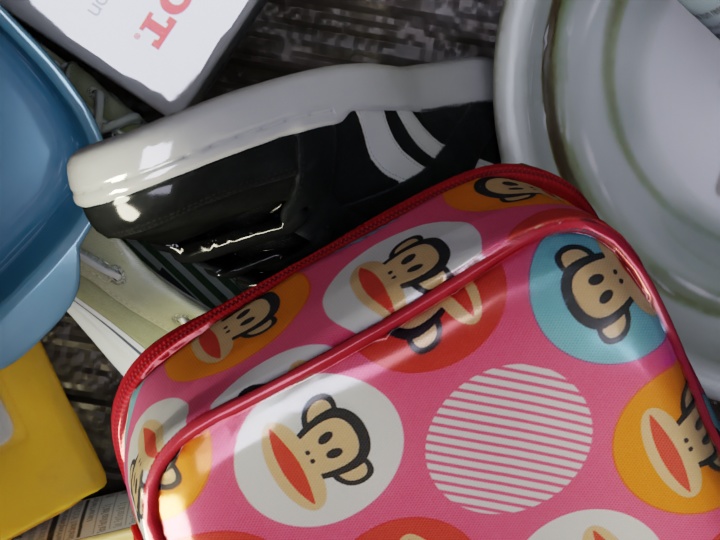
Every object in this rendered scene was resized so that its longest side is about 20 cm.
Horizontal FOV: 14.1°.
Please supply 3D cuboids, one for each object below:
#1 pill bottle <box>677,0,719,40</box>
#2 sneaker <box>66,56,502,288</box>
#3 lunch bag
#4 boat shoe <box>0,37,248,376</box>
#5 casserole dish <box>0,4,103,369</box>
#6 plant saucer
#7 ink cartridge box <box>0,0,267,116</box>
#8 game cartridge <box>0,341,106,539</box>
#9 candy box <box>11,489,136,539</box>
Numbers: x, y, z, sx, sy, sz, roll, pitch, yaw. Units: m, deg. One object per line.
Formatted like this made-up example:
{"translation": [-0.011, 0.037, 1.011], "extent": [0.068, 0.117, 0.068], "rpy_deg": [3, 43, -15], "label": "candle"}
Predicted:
{"translation": [0.088, -0.149, 0.806], "extent": [0.200, 0.109, 0.109], "rpy_deg": [42, 96, -10], "label": "pill bottle"}
{"translation": [0.000, 0.000, 0.838], "extent": [0.073, 0.200, 0.112], "rpy_deg": [-17, 89, 32], "label": "sneaker"}
{"translation": [0.024, 0.089, 0.791], "extent": [0.176, 0.082, 0.200], "rpy_deg": [-29, 113, -4], "label": "lunch bag"}
{"translation": [-0.081, -0.027, 0.884], "extent": [0.200, 0.072, 0.062], "rpy_deg": [42, 141, -21], "label": "boat shoe"}
{"translation": [-0.160, -0.054, 0.825], "extent": [0.121, 0.039, 0.200], "rpy_deg": [-43, 98, 11], "label": "casserole dish"}
{"translation": [0.136, -0.057, 0.899], "extent": [0.200, 0.050, 0.200], "rpy_deg": [-1, 94, -8], "label": "plant saucer"}
{"translation": [-0.096, -0.157, 0.869], "extent": [0.200, 0.084, 0.144], "rpy_deg": [33, 93, -6], "label": "ink cartridge box"}
{"translation": [-0.190, 0.013, 0.861], "extent": [0.176, 0.032, 0.200], "rpy_deg": [-28, 96, -30], "label": "game cartridge"}
{"translation": [-0.013, 0.118, 0.929], "extent": [0.200, 0.055, 0.115], "rpy_deg": [-14, 101, 1], "label": "candy box"}
